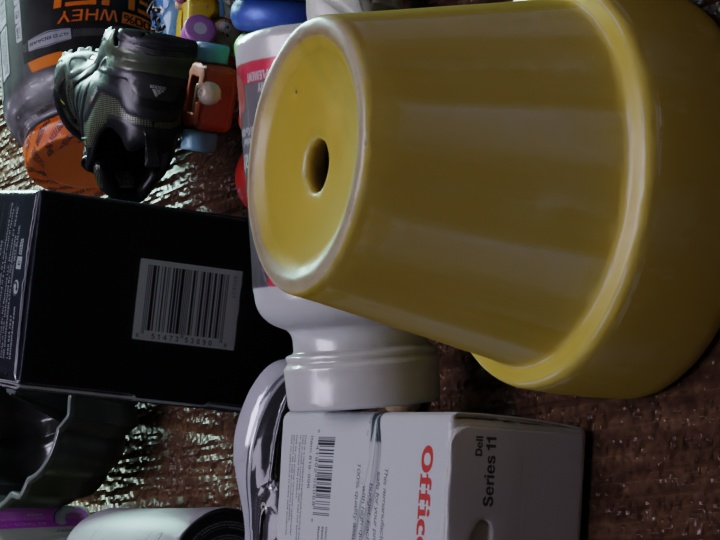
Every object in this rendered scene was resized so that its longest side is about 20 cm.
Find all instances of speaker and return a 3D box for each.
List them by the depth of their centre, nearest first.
[{"bbox_3d":[-0.127,0.194,1.606,0.200,0.081,0.082,-12,74,62],"label":"speaker"}]

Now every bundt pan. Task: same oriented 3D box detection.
[{"bbox_3d":[-0.219,0.083,1.795,0.202,0.076,0.203,-30,52,47],"label":"bundt pan"}]

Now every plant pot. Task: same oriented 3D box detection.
[{"bbox_3d":[0.056,-0.044,1.169,0.201,0.188,0.202,-18,69,62],"label":"plant pot"}]

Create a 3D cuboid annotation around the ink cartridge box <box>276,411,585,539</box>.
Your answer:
[{"bbox_3d":[0.032,0.148,1.294,0.200,0.083,0.147,-4,81,64],"label":"ink cartridge box"}]

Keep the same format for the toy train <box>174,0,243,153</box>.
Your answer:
[{"bbox_3d":[-0.083,-0.173,1.597,0.150,0.055,0.201,-175,92,-75],"label":"toy train"}]

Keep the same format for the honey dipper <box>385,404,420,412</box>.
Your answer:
[{"bbox_3d":[0.000,0.000,1.441,0.038,0.038,0.201,-56,39,43],"label":"honey dipper"}]

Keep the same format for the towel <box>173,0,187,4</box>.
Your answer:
[{"bbox_3d":[-0.093,-0.273,1.534,0.201,0.030,0.146,-65,23,11],"label":"towel"}]

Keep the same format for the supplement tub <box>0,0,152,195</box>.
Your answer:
[{"bbox_3d":[-0.200,-0.163,1.777,0.123,0.122,0.201,-45,47,52],"label":"supplement tub"}]

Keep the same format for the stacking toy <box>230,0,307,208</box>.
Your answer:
[{"bbox_3d":[-0.047,-0.130,1.521,0.085,0.085,0.201,16,103,63],"label":"stacking toy"}]

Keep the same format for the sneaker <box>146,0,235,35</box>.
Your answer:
[{"bbox_3d":[-0.136,-0.207,1.693,0.078,0.090,0.201,2,88,64],"label":"sneaker"}]

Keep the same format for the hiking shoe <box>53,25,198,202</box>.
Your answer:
[{"bbox_3d":[-0.161,-0.092,1.593,0.200,0.075,0.101,154,126,-72],"label":"hiking shoe"}]

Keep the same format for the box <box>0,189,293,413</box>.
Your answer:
[{"bbox_3d":[-0.150,0.020,1.555,0.196,0.199,0.124,0,83,63],"label":"box"}]

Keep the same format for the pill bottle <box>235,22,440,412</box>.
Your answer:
[{"bbox_3d":[-0.005,-0.028,1.304,0.111,0.110,0.201,-7,88,63],"label":"pill bottle"}]

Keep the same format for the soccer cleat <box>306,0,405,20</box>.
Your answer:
[{"bbox_3d":[0.018,-0.102,1.400,0.078,0.069,0.201,-29,66,53],"label":"soccer cleat"}]

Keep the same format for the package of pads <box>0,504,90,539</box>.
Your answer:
[{"bbox_3d":[-0.263,0.231,1.736,0.155,0.199,0.068,-132,46,-55],"label":"package of pads"}]

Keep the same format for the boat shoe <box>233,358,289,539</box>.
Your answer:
[{"bbox_3d":[-0.036,0.155,1.451,0.066,0.070,0.201,17,101,55],"label":"boat shoe"}]
